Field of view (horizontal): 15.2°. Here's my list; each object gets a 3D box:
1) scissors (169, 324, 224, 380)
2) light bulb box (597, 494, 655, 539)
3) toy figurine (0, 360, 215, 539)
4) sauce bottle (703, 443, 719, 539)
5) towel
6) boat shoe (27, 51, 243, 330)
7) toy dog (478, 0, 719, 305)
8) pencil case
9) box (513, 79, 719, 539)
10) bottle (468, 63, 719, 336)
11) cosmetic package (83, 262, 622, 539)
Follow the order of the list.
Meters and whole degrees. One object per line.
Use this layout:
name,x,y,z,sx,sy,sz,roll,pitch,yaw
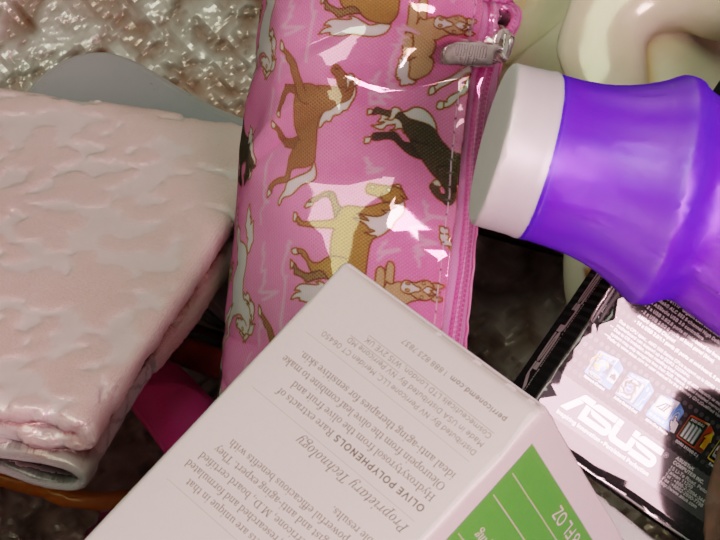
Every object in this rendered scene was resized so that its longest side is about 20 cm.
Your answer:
scissors,-0.085,0.016,0.975,0.199,0.073,0.014,20,96,26
light bulb box,0.064,0.195,0.799,0.198,0.125,0.200,37,79,30
toy figurine,-0.118,0.099,0.919,0.183,0.150,0.201,2,85,8
sauce bottle,0.200,0.077,0.773,0.199,0.066,0.066,4,59,-16
towel,-0.142,-0.006,0.887,0.199,0.032,0.191,9,35,15
boat shoe,-0.047,-0.010,0.973,0.200,0.066,0.072,28,68,34
toy dog,0.083,-0.039,0.915,0.194,0.139,0.200,-44,58,7
pencil case,0.000,0.000,0.855,0.082,0.087,0.201,8,88,-14
box,0.168,0.035,0.823,0.200,0.044,0.161,34,88,-6
bottle,0.131,-0.010,0.754,0.199,0.065,0.084,15,34,-5
cosmetic package,-0.029,0.112,0.739,0.085,0.108,0.200,36,79,34
